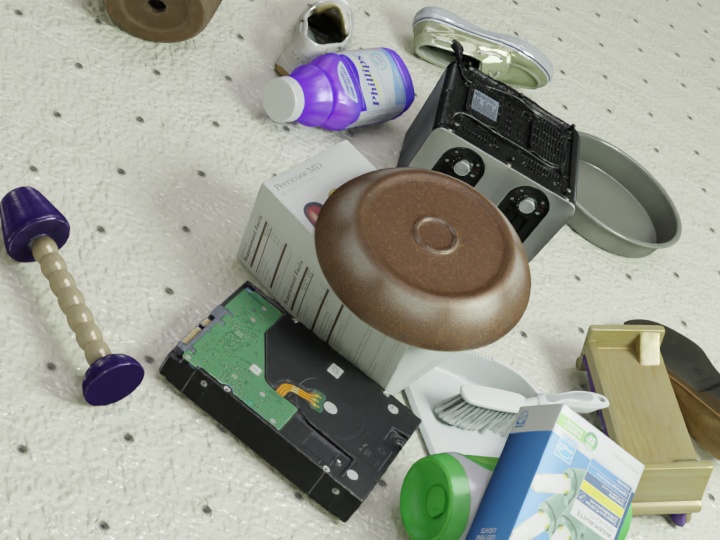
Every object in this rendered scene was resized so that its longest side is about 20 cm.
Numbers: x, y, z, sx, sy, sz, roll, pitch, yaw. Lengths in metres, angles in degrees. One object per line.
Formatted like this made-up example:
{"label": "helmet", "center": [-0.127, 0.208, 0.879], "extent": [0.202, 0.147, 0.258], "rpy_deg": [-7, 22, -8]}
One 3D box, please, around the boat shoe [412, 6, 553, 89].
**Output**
{"label": "boat shoe", "center": [0.150, -0.264, 1.912], "extent": [0.199, 0.072, 0.062], "rpy_deg": [19, 61, -18]}

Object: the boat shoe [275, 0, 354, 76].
{"label": "boat shoe", "center": [-0.037, -0.277, 1.743], "extent": [0.071, 0.069, 0.200], "rpy_deg": [30, 34, -7]}

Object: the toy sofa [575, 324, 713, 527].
{"label": "toy sofa", "center": [0.273, 0.153, 1.497], "extent": [0.083, 0.098, 0.200], "rpy_deg": [0, 43, -9]}

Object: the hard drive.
{"label": "hard drive", "center": [-0.057, 0.108, 1.284], "extent": [0.200, 0.038, 0.140], "rpy_deg": [39, 33, 3]}

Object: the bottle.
{"label": "bottle", "center": [-0.024, -0.195, 1.651], "extent": [0.200, 0.065, 0.084], "rpy_deg": [-16, 82, -50]}

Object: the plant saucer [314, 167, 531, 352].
{"label": "plant saucer", "center": [0.060, -0.021, 1.317], "extent": [0.200, 0.037, 0.201], "rpy_deg": [10, 51, -13]}

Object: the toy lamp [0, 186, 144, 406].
{"label": "toy lamp", "center": [-0.237, 0.014, 1.222], "extent": [0.058, 0.058, 0.200], "rpy_deg": [-4, 49, -44]}

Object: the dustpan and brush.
{"label": "dustpan and brush", "center": [0.144, 0.127, 1.417], "extent": [0.200, 0.057, 0.140], "rpy_deg": [10, 41, -33]}

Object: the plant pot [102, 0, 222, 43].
{"label": "plant pot", "center": [-0.202, -0.338, 1.596], "extent": [0.200, 0.200, 0.175], "rpy_deg": [21, 55, -21]}

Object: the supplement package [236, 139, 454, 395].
{"label": "supplement package", "center": [0.000, 0.000, 1.374], "extent": [0.114, 0.110, 0.200], "rpy_deg": [-31, 68, -37]}

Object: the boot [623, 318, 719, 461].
{"label": "boot", "center": [0.339, 0.125, 1.600], "extent": [0.073, 0.076, 0.200], "rpy_deg": [-11, 39, -32]}

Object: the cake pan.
{"label": "cake pan", "center": [0.297, -0.089, 1.839], "extent": [0.200, 0.037, 0.201], "rpy_deg": [23, 36, -18]}

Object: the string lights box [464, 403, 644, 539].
{"label": "string lights box", "center": [0.141, 0.218, 1.203], "extent": [0.103, 0.059, 0.200], "rpy_deg": [36, 64, -24]}

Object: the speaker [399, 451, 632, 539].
{"label": "speaker", "center": [0.133, 0.200, 1.290], "extent": [0.200, 0.089, 0.089], "rpy_deg": [9, 42, -34]}

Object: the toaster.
{"label": "toaster", "center": [0.141, -0.126, 1.671], "extent": [0.181, 0.119, 0.200], "rpy_deg": [30, 34, -11]}
